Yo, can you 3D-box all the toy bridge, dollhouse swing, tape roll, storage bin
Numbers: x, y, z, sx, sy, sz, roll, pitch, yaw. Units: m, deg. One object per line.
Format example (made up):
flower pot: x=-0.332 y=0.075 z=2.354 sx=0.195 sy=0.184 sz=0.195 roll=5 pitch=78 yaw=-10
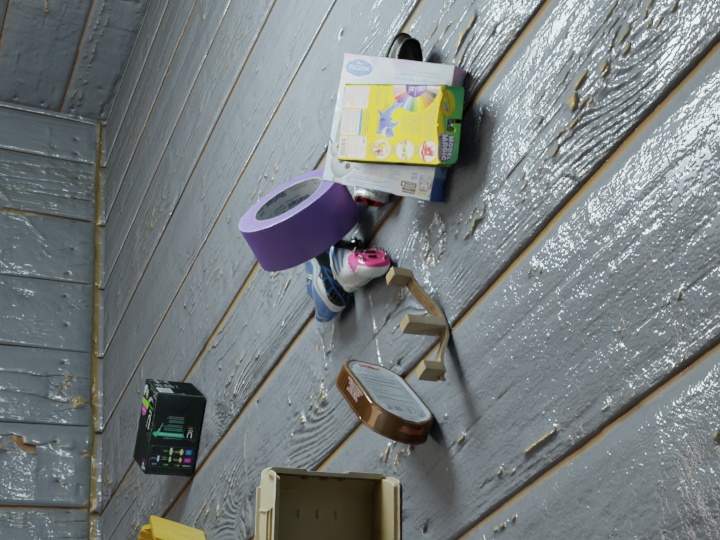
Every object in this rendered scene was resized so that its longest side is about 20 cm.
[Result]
toy bridge: x=0.091 y=0.078 z=1.507 sx=0.027 sy=0.067 sz=0.201 roll=-61 pitch=33 yaw=38
dollhouse swing: x=-0.435 y=0.700 z=2.369 sx=0.176 sy=0.180 sz=0.201 roll=-84 pitch=14 yaw=-63
tape roll: x=-0.105 y=-0.089 z=1.834 sx=0.085 sy=0.199 sz=0.200 roll=59 pitch=166 yaw=-21
storage bin: x=-0.049 y=0.394 z=1.556 sx=0.094 sy=0.198 sz=0.201 roll=148 pitch=126 yaw=-62

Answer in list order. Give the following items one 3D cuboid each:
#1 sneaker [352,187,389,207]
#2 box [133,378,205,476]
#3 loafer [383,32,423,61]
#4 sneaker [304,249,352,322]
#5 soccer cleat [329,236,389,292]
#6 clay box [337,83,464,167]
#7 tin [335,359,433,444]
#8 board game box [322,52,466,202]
sneaker: x=0.001 y=-0.170 z=1.788 sx=0.201 sy=0.067 sz=0.109 roll=28 pitch=105 yaw=62
box: x=-0.466 y=0.381 z=2.575 sx=0.148 sy=0.123 sz=0.202 roll=-160 pitch=79 yaw=-66
loafer: x=0.081 y=-0.272 z=1.659 sx=0.071 sy=0.073 sz=0.202 roll=0 pitch=90 yaw=46
sneaker: x=-0.074 y=0.004 z=1.885 sx=0.077 sy=0.075 sz=0.201 roll=-56 pitch=33 yaw=37
soccer cleat: x=0.000 y=0.000 z=1.749 sx=0.200 sy=0.069 sz=0.087 roll=-146 pitch=57 yaw=-69
clay box: x=0.065 y=-0.211 z=1.545 sx=0.198 sy=0.047 sz=0.116 roll=7 pitch=92 yaw=30
tin: x=0.036 y=0.188 z=1.545 sx=0.042 sy=0.111 sz=0.200 roll=-65 pitch=28 yaw=12
board game box: x=0.049 y=-0.218 z=1.609 sx=0.199 sy=0.043 sz=0.201 roll=14 pitch=97 yaw=32
